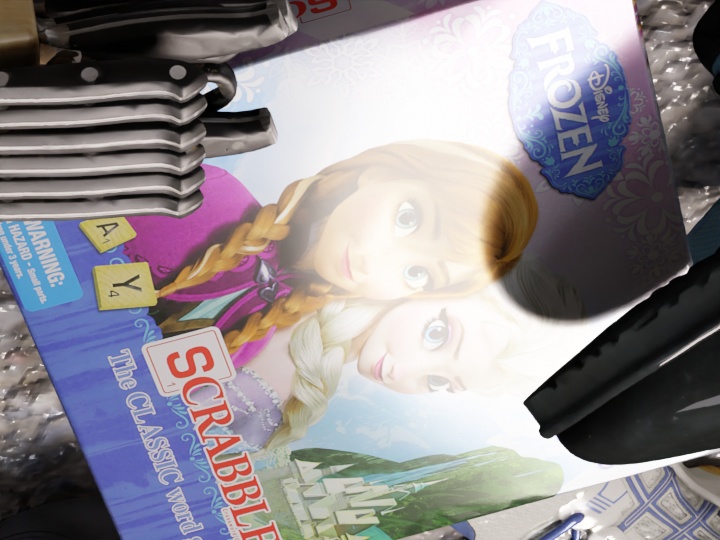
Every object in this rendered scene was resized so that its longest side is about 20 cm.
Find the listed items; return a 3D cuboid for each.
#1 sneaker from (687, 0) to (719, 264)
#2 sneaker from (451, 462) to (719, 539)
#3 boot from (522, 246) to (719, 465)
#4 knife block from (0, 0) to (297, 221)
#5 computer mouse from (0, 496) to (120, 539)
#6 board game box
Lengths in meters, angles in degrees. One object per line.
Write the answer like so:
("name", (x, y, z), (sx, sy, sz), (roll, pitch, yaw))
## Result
("sneaker", (0.138, -0.058, 0.827), (0.090, 0.078, 0.200), (17, 136, -10))
("sneaker", (0.106, 0.111, 1.028), (0.200, 0.088, 0.075), (21, 135, -39))
("boot", (0.166, 0.049, 0.763), (0.198, 0.162, 0.073), (-34, -179, 19))
("knife block", (-0.122, -0.074, 0.712), (0.200, 0.176, 0.064), (30, 147, 16))
("computer mouse", (-0.139, 0.125, 0.988), (0.200, 0.053, 0.138), (-24, 160, 20))
("board game box", (0.000, 0.000, 0.820), (0.199, 0.041, 0.200), (-16, 130, 3))
